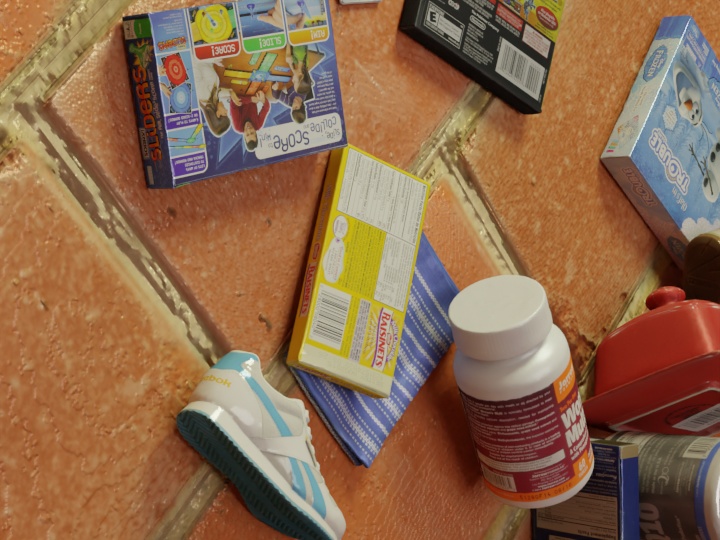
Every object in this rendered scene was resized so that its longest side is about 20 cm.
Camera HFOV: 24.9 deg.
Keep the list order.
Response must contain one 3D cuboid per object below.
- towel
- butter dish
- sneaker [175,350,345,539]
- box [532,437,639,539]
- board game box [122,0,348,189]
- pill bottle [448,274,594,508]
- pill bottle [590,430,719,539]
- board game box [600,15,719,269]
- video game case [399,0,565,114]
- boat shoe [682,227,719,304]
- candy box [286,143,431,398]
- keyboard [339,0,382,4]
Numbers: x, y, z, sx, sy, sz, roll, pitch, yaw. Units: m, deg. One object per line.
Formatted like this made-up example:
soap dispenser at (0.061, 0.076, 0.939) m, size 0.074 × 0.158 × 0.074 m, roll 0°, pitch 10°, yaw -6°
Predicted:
towel at (0.021, 0.057, 1.454) m, size 0.200 × 0.024 × 0.145 m, roll -53°, pitch 125°, yaw -32°
butter dish at (0.331, 0.088, 1.696) m, size 0.199 × 0.199 × 0.149 m, roll 21°, pitch 51°, yaw -44°
sneaker at (-0.065, 0.152, 1.327) m, size 0.200 × 0.076 × 0.081 m, roll 55°, pitch 52°, yaw -34°
box at (0.219, 0.265, 1.595) m, size 0.032 × 0.121 × 0.202 m, roll -2°, pitch 92°, yaw -40°
board game box at (-0.097, -0.150, 1.318) m, size 0.199 × 0.034 × 0.137 m, roll -17°, pitch 103°, yaw -45°
pill bottle at (0.147, 0.112, 1.507) m, size 0.110 × 0.109 × 0.201 m, roll -43°, pitch 129°, yaw -37°
pill bottle at (0.296, 0.218, 1.620) m, size 0.113 × 0.199 × 0.115 m, roll 1°, pitch 89°, yaw -46°
board game box at (0.359, -0.139, 1.796) m, size 0.200 × 0.043 × 0.200 m, roll 47°, pitch 59°, yaw -37°
video game case at (0.126, -0.272, 1.563) m, size 0.199 × 0.025 × 0.182 m, roll 27°, pitch 71°, yaw -43°
boat shoe at (0.384, 0.051, 1.781) m, size 0.064 × 0.071 × 0.202 m, roll -22°, pitch 126°, yaw -48°
candy box at (0.000, 0.000, 1.409) m, size 0.102 × 0.026 × 0.202 m, roll 25°, pitch 68°, yaw -35°
keyboard at (-0.009, -0.336, 1.431) m, size 0.056 × 0.011 × 0.202 m, roll -12°, pitch 99°, yaw -41°
